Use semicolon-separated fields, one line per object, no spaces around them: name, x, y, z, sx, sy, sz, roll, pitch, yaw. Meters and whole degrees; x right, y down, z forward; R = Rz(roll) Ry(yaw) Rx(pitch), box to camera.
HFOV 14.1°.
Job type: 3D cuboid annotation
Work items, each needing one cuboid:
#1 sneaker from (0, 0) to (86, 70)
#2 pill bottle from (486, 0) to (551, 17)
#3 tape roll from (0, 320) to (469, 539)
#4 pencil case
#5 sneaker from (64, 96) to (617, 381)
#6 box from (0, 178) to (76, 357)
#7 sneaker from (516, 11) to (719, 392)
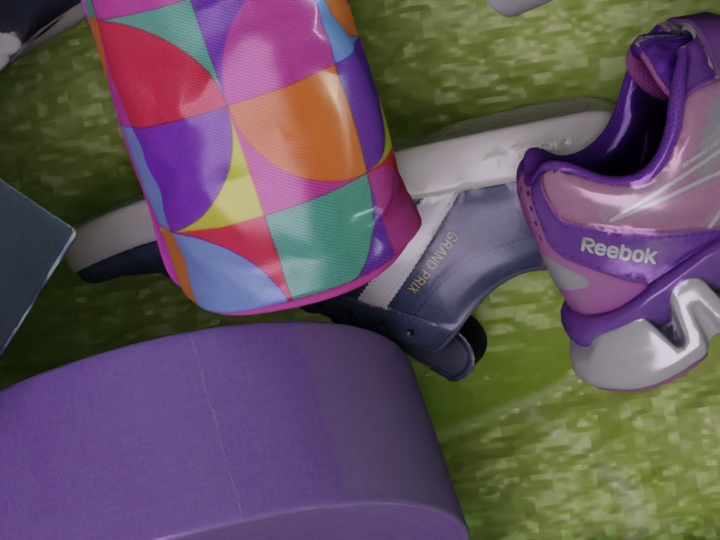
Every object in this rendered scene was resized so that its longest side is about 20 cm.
sneaker;-0.111;-0.115;0.974;0.199;0.129;0.080;-39;111;-20
pill bottle;0.115;-0.161;0.902;0.199;0.116;0.117;-25;100;15
tape roll;-0.068;0.090;0.955;0.200;0.200;0.066;-24;67;14
pencil case;-0.048;-0.086;0.889;0.088;0.088;0.201;-17;103;13
sneaker;0.000;0.000;0.985;0.199;0.075;0.085;-9;99;11
box;-0.193;0.018;0.905;0.107;0.200;0.149;34;80;-19
sneaker;0.131;-0.052;0.925;0.200;0.080;0.089;-37;102;-4
